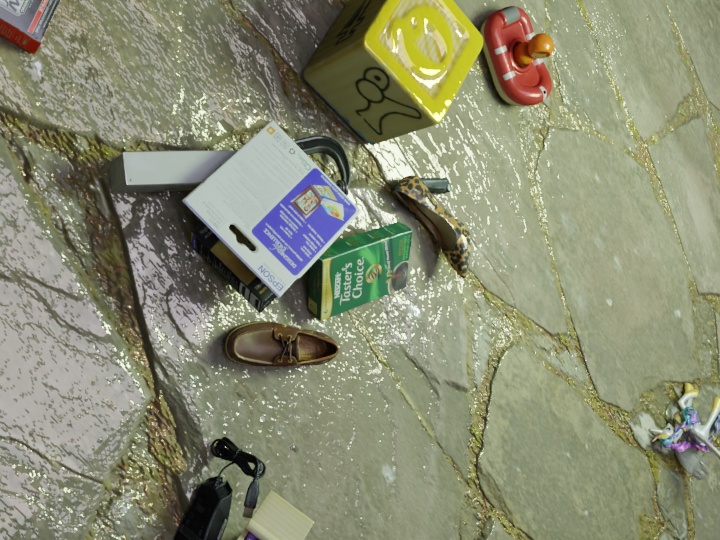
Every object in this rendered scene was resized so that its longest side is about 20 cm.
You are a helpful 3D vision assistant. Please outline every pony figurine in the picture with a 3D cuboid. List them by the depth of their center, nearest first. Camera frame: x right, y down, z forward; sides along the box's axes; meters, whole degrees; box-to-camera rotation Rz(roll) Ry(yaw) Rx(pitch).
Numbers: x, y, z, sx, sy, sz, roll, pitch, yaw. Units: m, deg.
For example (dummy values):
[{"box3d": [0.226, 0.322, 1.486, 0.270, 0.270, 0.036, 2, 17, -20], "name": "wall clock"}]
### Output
[{"box3d": [0.816, 0.398, 1.835, 0.193, 0.167, 0.200, 43, 66, 10], "name": "pony figurine"}]

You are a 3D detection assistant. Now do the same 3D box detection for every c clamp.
[{"box3d": [-0.096, -0.134, 1.198, 0.196, 0.027, 0.173, -22, 67, -21], "name": "c clamp"}]

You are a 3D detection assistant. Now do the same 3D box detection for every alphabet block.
[{"box3d": [0.054, -0.361, 1.284, 0.194, 0.198, 0.199, 39, 68, -27], "name": "alphabet block"}]

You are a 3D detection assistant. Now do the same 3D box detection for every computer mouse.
[{"box3d": [-0.202, 0.363, 1.132, 0.046, 0.138, 0.204, 34, 70, -42], "name": "computer mouse"}]

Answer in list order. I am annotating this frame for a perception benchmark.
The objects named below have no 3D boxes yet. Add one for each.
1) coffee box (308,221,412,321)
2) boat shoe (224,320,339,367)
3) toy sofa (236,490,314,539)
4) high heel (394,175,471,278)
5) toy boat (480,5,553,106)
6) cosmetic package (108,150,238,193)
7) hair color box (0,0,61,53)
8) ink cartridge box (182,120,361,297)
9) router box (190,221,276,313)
[{"box3d": [0.000, 0.000, 1.307, 0.197, 0.044, 0.126, -18, 127, -34], "name": "coffee box"}, {"box3d": [-0.123, 0.121, 1.232, 0.196, 0.067, 0.074, 6, 85, -34], "name": "boat shoe"}, {"box3d": [-0.137, 0.413, 1.128, 0.082, 0.201, 0.098, 33, 59, 7], "name": "toy sofa"}, {"box3d": [0.131, -0.078, 1.406, 0.140, 0.071, 0.205, -5, 75, -40], "name": "high heel"}, {"box3d": [0.336, -0.439, 1.530, 0.129, 0.130, 0.204, -31, 105, -30], "name": "toy boat"}, {"box3d": [-0.268, -0.150, 1.135, 0.196, 0.082, 0.052, -7, 92, -35], "name": "cosmetic package"}, {"box3d": [-0.501, -0.390, 0.997, 0.197, 0.061, 0.104, 27, 74, -30], "name": "hair color box"}, {"box3d": [-0.130, -0.090, 1.118, 0.198, 0.043, 0.200, 45, 62, -2], "name": "ink cartridge box"}, {"box3d": [-0.144, -0.060, 1.193, 0.157, 0.052, 0.200, 41, 63, 7], "name": "router box"}]
